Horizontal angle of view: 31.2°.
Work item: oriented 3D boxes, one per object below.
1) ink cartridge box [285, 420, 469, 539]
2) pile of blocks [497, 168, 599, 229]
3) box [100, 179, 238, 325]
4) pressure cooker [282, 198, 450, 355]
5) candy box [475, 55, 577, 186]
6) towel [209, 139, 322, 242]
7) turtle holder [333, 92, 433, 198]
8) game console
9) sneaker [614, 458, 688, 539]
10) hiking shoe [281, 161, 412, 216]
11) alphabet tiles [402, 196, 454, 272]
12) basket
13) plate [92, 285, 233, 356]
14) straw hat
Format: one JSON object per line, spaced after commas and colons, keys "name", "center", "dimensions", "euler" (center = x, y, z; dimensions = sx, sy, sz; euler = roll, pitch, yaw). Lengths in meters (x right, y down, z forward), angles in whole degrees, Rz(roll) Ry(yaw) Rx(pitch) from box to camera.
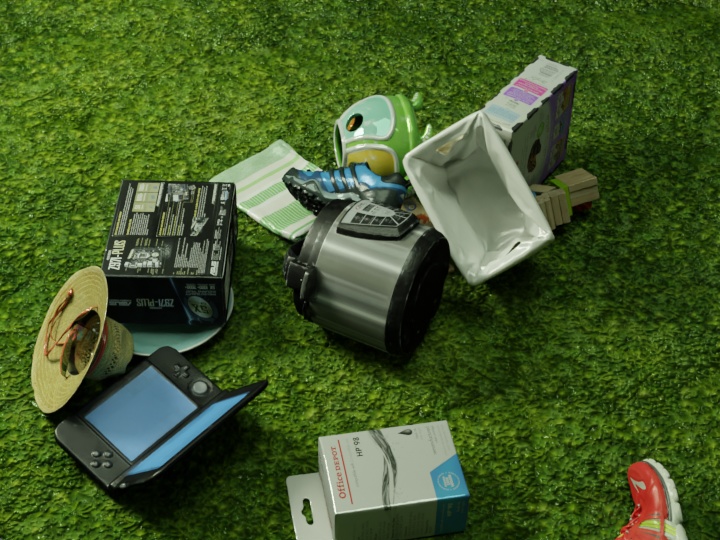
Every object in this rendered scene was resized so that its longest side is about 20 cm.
{"name": "ink cartridge box", "center": [0.017, 0.249, 1.492], "dimensions": [0.197, 0.067, 0.117], "euler": [-7, 43, -9]}
{"name": "pile of blocks", "center": [0.268, -0.083, 1.882], "dimensions": [0.198, 0.063, 0.082], "euler": [-27, 25, -30]}
{"name": "box", "center": [-0.253, -0.026, 1.733], "dimensions": [0.161, 0.087, 0.202], "euler": [1, 42, -1]}
{"name": "pressure cooker", "center": [-0.001, 0.003, 1.685], "dimensions": [0.197, 0.176, 0.181], "euler": [20, 71, 20]}
{"name": "candy box", "center": [0.238, -0.195, 1.915], "dimensions": [0.071, 0.170, 0.200], "euler": [25, 46, 25]}
{"name": "towel", "center": [-0.109, -0.119, 1.921], "dimensions": [0.152, 0.024, 0.199], "euler": [-32, 51, -30]}
{"name": "turtle holder", "center": [0.032, -0.170, 1.914], "dimensions": [0.129, 0.141, 0.189], "euler": [-4, 76, -12]}
{"name": "game console", "center": [-0.238, 0.165, 1.534], "dimensions": [0.175, 0.117, 0.199], "euler": [38, 52, 19]}
{"name": "sneaker", "center": [0.321, 0.295, 1.451], "dimensions": [0.083, 0.078, 0.202], "euler": [-5, 42, 0]}
{"name": "hiking shoe", "center": [-0.019, -0.115, 1.821], "dimensions": [0.198, 0.075, 0.087], "euler": [21, 68, 29]}
{"name": "alphabet tiles", "center": [0.042, -0.044, 1.862], "dimensions": [0.164, 0.006, 0.200], "euler": [-20, 46, -23]}
{"name": "basket", "center": [0.164, -0.096, 1.753], "dimensions": [0.134, 0.123, 0.202], "euler": [-30, 86, 11]}
{"name": "plate", "center": [-0.268, 0.050, 1.733], "dimensions": [0.196, 0.026, 0.202], "euler": [1, 42, -1]}
{"name": "straw hat", "center": [-0.331, 0.096, 1.617], "dimensions": [0.084, 0.201, 0.203], "euler": [24, 31, -32]}
